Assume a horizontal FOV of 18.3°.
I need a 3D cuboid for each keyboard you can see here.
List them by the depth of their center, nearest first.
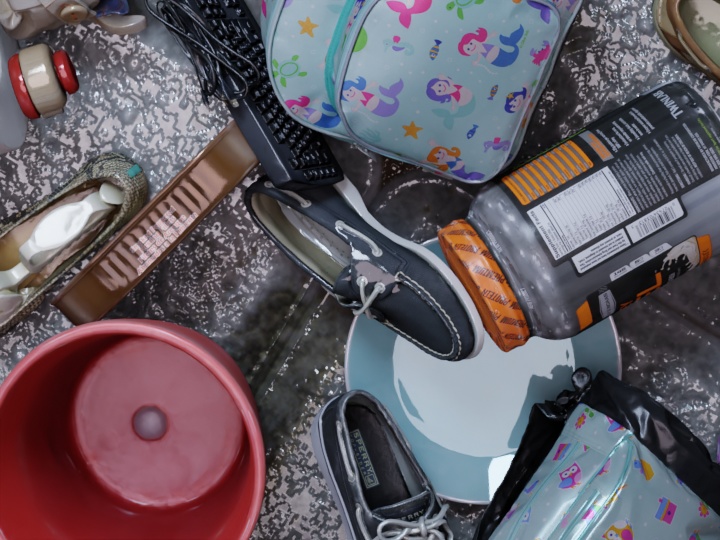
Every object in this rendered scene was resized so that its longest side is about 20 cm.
[{"bbox_3d":[-0.077,-0.145,1.534,0.040,0.104,0.200,-38,78,34],"label":"keyboard"}]

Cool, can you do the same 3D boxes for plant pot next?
[{"bbox_3d":[-0.154,0.120,1.560,0.200,0.177,0.201,0,98,3],"label":"plant pot"}]

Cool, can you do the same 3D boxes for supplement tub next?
[{"bbox_3d":[0.161,-0.033,1.529,0.200,0.123,0.123,-29,95,-4],"label":"supplement tub"}]

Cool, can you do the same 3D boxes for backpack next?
[{"bbox_3d":[0.034,-0.160,1.500,0.199,0.151,0.178,19,115,-10],"label":"backpack"},{"bbox_3d":[0.163,0.191,1.541,0.167,0.127,0.200,42,80,-20],"label":"backpack"}]

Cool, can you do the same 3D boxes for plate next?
[{"bbox_3d":[0.088,0.069,1.614,0.200,0.026,0.201,0,97,3],"label":"plate"}]

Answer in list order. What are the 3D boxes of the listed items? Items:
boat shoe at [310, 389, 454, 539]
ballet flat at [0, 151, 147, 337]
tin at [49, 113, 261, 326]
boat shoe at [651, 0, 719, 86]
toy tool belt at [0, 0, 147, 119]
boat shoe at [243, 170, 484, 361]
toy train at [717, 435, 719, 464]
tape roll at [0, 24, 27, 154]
[{"bbox_3d":[0.030,0.176,1.565,0.073,0.068,0.200,-17,81,-21],"label":"boat shoe"},{"bbox_3d":[-0.237,-0.012,1.599,0.200,0.075,0.068,-39,95,8],"label":"ballet flat"},{"bbox_3d":[-0.136,-0.035,1.571,0.200,0.112,0.042,-44,99,9],"label":"tin"},{"bbox_3d":[0.288,-0.135,1.546,0.200,0.074,0.076,31,99,-1],"label":"boat shoe"},{"bbox_3d":[-0.199,-0.215,1.541,0.123,0.125,0.201,-17,79,2],"label":"toy tool belt"},{"bbox_3d":[0.000,0.000,1.559,0.200,0.060,0.076,40,138,23],"label":"boat shoe"},{"bbox_3d":[0.340,0.150,1.593,0.150,0.056,0.200,-21,96,7],"label":"toy train"},{"bbox_3d":[-0.326,-0.159,1.522,0.139,0.203,0.203,-16,97,6],"label":"tape roll"}]
